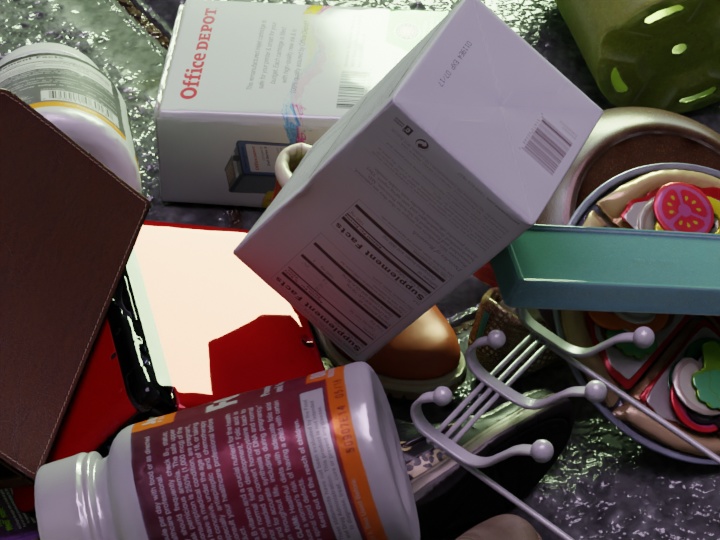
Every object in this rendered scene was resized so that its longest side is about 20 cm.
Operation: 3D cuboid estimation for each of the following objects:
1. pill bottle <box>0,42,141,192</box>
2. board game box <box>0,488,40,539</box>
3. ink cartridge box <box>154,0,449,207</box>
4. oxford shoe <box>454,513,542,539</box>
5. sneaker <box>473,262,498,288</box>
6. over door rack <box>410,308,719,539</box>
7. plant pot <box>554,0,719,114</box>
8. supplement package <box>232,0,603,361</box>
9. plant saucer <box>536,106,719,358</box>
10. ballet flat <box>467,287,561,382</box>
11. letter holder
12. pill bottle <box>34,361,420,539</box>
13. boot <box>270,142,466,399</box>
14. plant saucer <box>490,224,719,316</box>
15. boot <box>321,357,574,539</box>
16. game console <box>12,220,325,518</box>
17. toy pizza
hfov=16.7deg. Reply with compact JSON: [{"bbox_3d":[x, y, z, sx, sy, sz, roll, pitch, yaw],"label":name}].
[{"bbox_3d":[-0.211,-0.082,1.660,0.116,0.117,0.200,-6,22,-7],"label":"pill bottle"},{"bbox_3d":[-0.220,0.107,1.536,0.119,0.032,0.200,-14,42,-21],"label":"board game box"},{"bbox_3d":[-0.039,-0.119,1.751,0.199,0.088,0.146,4,40,3],"label":"ink cartridge box"},{"bbox_3d":[0.044,0.195,1.394,0.070,0.075,0.200,23,46,26],"label":"oxford shoe"},{"bbox_3d":[0.129,-0.046,1.684,0.082,0.078,0.200,18,36,30],"label":"sneaker"},{"bbox_3d":[0.144,0.104,1.434,0.200,0.067,0.148,43,43,5],"label":"over door rack"},{"bbox_3d":[0.217,-0.224,1.811,0.199,0.201,0.185,-7,52,-8],"label":"plant pot"},{"bbox_3d":[0.032,-0.052,1.469,0.109,0.200,0.114,41,50,-7],"label":"supplement package"},{"bbox_3d":[0.199,-0.018,1.591,0.199,0.032,0.201,7,70,-18],"label":"plant saucer"},{"bbox_3d":[0.158,0.010,1.615,0.199,0.066,0.070,-27,45,-28],"label":"ballet flat"},{"bbox_3d":[-0.236,0.010,1.455,0.100,0.142,0.201,-11,50,44],"label":"letter holder"},{"bbox_3d":[-0.075,0.130,1.383,0.199,0.115,0.115,-15,41,5],"label":"pill bottle"},{"bbox_3d":[0.000,0.000,1.599,0.075,0.108,0.200,-23,47,-28],"label":"boot"},{"bbox_3d":[0.177,-0.001,1.499,0.199,0.019,0.070,2,38,-15],"label":"plant saucer"},{"bbox_3d":[0.018,0.102,1.509,0.199,0.073,0.150,-32,50,-24],"label":"boot"},{"bbox_3d":[-0.130,0.061,1.522,0.172,0.119,0.200,-43,35,16],"label":"game console"},{"bbox_3d":[0.216,0.023,1.547,0.199,0.032,0.201,6,70,-18],"label":"toy pizza"}]
